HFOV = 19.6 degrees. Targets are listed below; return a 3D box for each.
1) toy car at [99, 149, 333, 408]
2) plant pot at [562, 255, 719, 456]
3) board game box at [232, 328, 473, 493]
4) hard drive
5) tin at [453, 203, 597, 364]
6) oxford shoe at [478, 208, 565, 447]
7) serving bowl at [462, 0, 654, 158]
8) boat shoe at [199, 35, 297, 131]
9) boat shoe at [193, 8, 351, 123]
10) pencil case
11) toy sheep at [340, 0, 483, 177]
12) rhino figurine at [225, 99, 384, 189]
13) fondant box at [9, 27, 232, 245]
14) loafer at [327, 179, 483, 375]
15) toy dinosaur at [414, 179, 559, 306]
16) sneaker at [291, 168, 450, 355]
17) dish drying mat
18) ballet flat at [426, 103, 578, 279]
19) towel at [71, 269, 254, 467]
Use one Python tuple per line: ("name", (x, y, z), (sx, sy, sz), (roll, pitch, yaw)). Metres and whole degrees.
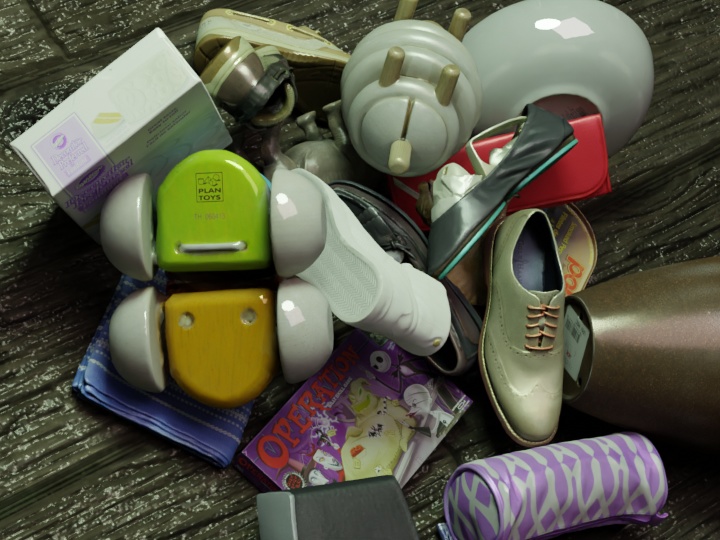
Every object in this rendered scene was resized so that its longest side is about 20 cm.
("toy car", (-0.108, 0.001, 1.647), (0.173, 0.150, 0.202), (-3, 100, 6))
("plant pot", (0.268, 0.071, 1.808), (0.198, 0.187, 0.188), (4, 58, -21))
("board game box", (-0.003, 0.134, 1.725), (0.120, 0.032, 0.200), (39, 51, 5))
("hard drive", (-0.001, 0.260, 1.614), (0.134, 0.042, 0.202), (-5, 74, -30))
("tin", (0.144, 0.008, 1.875), (0.111, 0.042, 0.201), (32, 51, -1))
("oxford shoe", (0.140, 0.046, 1.747), (0.070, 0.074, 0.202), (-4, 79, -16))
("serving bowl", (0.173, -0.150, 1.880), (0.198, 0.201, 0.066), (12, 43, -20))
("boat shoe", (-0.087, -0.148, 1.742), (0.065, 0.073, 0.200), (45, 9, 5))
("boat shoe", (-0.055, -0.190, 1.875), (0.199, 0.074, 0.067), (18, 40, -23))
("pencil case", (0.164, 0.188, 1.737), (0.199, 0.084, 0.086), (-10, 61, -33))
("toy sheep", (0.043, -0.150, 1.785), (0.137, 0.138, 0.201), (29, 39, -7))
("rhino figurine", (-0.024, -0.101, 1.841), (0.199, 0.060, 0.088), (-20, 92, -36))
("fondant box", (-0.184, -0.101, 1.643), (0.144, 0.200, 0.058), (-39, 79, -3))
("loafer", (0.032, 0.007, 1.770), (0.200, 0.072, 0.063), (48, 23, -3))
("toy dinosaur", (0.120, 0.000, 1.823), (0.101, 0.058, 0.201), (-33, 87, -21))
("sneaker", (0.000, 0.000, 1.715), (0.115, 0.074, 0.200), (29, 18, -41))
("dish drying mat", (0.124, -0.082, 1.851), (0.198, 0.077, 0.018), (-12, 20, -3))
("ballet flat", (0.104, -0.075, 1.771), (0.073, 0.073, 0.200), (43, 63, 4))
("towel", (-0.141, 0.053, 1.708), (0.144, 0.024, 0.201), (27, 51, -10))
